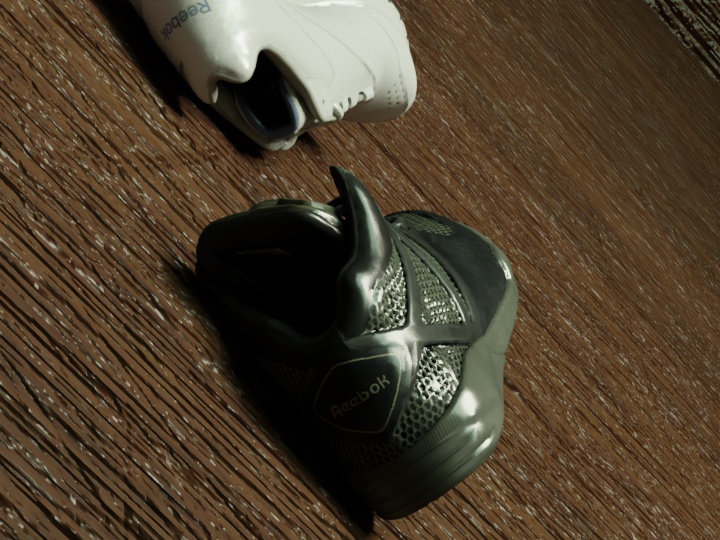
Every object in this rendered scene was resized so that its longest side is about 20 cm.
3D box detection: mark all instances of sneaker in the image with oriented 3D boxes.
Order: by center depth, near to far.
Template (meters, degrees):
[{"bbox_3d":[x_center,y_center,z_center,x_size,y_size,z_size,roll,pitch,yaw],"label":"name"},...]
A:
[{"bbox_3d":[0.000,0.000,1.034,0.114,0.076,0.200,54,17,-16],"label":"sneaker"},{"bbox_3d":[-0.034,-0.087,1.211,0.200,0.074,0.087,16,48,-57],"label":"sneaker"}]
